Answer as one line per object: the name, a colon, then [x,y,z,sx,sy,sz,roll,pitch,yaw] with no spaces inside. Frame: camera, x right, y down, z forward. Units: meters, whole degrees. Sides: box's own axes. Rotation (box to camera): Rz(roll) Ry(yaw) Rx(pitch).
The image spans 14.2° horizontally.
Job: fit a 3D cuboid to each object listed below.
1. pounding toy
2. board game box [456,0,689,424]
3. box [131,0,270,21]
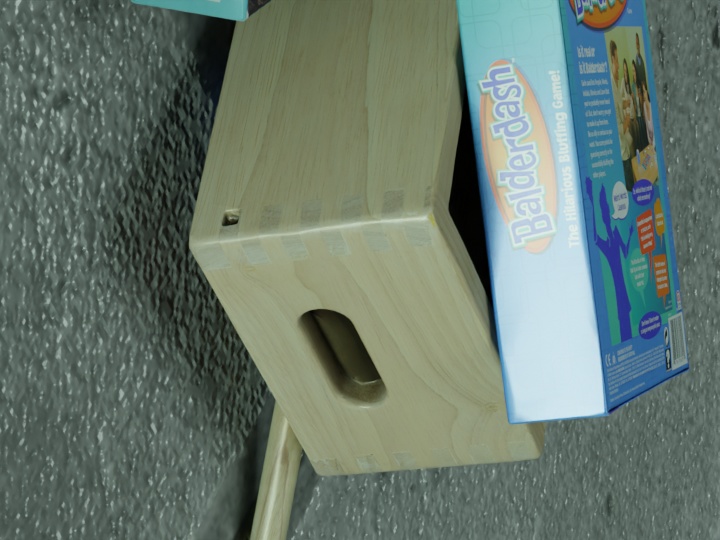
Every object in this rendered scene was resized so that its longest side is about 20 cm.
pounding toy: [0.000,0.000,1.193,0.200,0.141,0.185,64,27,-46]
board game box: [0.087,-0.047,1.172,0.152,0.045,0.201,-12,96,-71]
box: [-0.027,-0.169,1.139,0.200,0.049,0.083,-46,143,-59]
